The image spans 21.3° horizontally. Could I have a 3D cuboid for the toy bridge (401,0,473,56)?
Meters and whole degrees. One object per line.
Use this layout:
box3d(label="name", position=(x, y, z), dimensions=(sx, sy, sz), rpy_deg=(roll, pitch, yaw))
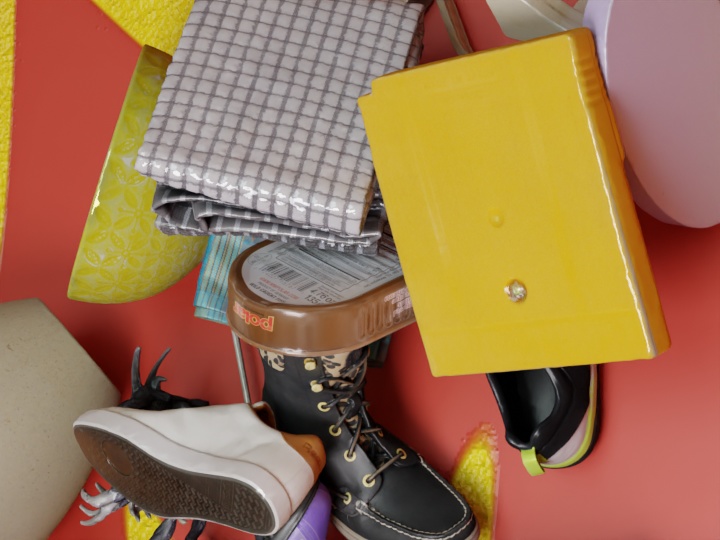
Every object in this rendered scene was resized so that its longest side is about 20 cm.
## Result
box3d(label="toy bridge", position=(0.031, -0.190, 1.404), dimensions=(0.200, 0.027, 0.067), rpy_deg=(40, 100, 35))

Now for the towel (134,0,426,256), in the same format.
box3d(label="towel", position=(-0.049, -0.102, 1.296), dimensions=(0.165, 0.086, 0.200), rpy_deg=(11, 54, 4))

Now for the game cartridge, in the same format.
box3d(label="game cartridge", position=(0.092, -0.037, 1.177), dimensions=(0.176, 0.032, 0.200), rpy_deg=(-7, 101, 42))

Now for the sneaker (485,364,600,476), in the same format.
box3d(label="sneaker", position=(0.117, 0.036, 1.269), dimensions=(0.072, 0.083, 0.200), rpy_deg=(-18, 71, 30))

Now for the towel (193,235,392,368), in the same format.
box3d(label="towel", position=(-0.028, -0.043, 1.377), dimensions=(0.146, 0.022, 0.200), rpy_deg=(15, 89, 0))

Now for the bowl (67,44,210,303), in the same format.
box3d(label="bowl", position=(-0.141, -0.059, 1.435), dimensions=(0.108, 0.200, 0.200), rpy_deg=(16, 90, -7))

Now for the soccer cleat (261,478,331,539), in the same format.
box3d(label="soccer cleat", position=(-0.048, 0.229, 1.331), dimensions=(0.073, 0.068, 0.200), rpy_deg=(25, 118, 4))

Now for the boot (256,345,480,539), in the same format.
box3d(label="boot", position=(-0.004, 0.102, 1.302), dimensions=(0.200, 0.073, 0.151), rpy_deg=(34, 144, 40))

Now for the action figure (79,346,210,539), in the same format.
box3d(label="action figure", position=(-0.150, 0.162, 1.411), dimensions=(0.102, 0.119, 0.200), rpy_deg=(-26, 73, 22))

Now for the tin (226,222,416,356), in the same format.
box3d(label="tin", position=(0.000, 0.000, 1.283), dimensions=(0.112, 0.200, 0.042), rpy_deg=(31, 131, 37))

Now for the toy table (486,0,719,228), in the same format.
box3d(label="toy table", position=(0.158, -0.116, 1.214), dimensions=(0.117, 0.200, 0.184), rpy_deg=(14, 47, 42))

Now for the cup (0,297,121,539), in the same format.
box3d(label="cup", position=(-0.271, 0.104, 1.475), dimensions=(0.143, 0.200, 0.200), rpy_deg=(-41, 57, -8))

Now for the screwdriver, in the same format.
box3d(label="screwdriver", position=(-0.082, 0.118, 1.419), dimensions=(0.028, 0.029, 0.200), rpy_deg=(-22, 75, 29))

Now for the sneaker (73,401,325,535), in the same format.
box3d(label="sneaker", position=(-0.107, 0.124, 1.313), dimensions=(0.200, 0.085, 0.073), rpy_deg=(13, 132, 36))
